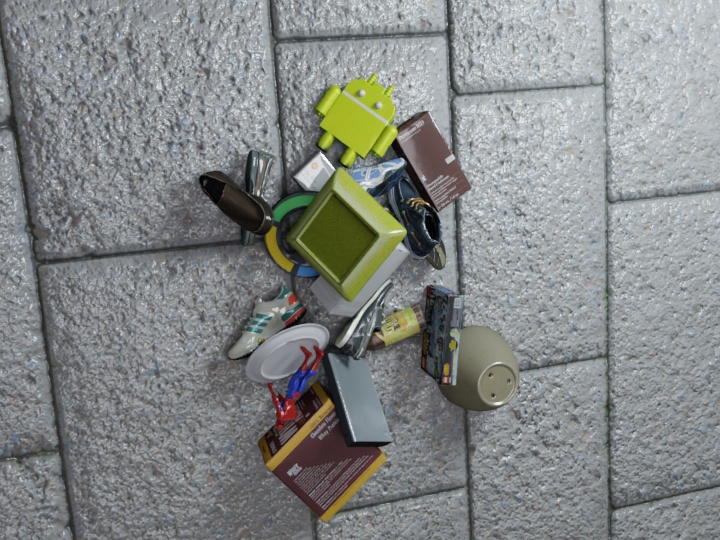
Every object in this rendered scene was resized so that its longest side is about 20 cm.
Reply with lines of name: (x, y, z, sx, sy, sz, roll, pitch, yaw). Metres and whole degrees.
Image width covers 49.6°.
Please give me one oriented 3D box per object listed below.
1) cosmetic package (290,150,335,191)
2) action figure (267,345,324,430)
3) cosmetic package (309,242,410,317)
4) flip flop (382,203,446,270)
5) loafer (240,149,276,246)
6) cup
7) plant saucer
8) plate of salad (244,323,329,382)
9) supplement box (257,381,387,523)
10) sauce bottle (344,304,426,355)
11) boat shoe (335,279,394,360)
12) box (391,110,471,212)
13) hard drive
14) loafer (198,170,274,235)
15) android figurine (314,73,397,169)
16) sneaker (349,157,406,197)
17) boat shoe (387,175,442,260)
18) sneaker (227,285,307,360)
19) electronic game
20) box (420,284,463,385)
cosmetic package: (-0.056, -0.157, 1.693, 0.083, 0.051, 0.200, -44, 107, -5)
action figure: (-0.157, 0.245, 1.685, 0.065, 0.099, 0.203, 8, 109, -48)
cosmetic package: (0.000, 0.000, 1.665, 0.200, 0.107, 0.085, -48, 63, 14)
flip flop: (0.113, -0.072, 1.747, 0.199, 0.057, 0.082, 34, 50, -15)
loafer: (-0.213, -0.150, 1.643, 0.062, 0.072, 0.204, 4, 96, -21)
cup: (0.290, 0.242, 1.802, 0.197, 0.143, 0.204, -2, 99, -15)
plant saucer: (-0.041, -0.069, 1.577, 0.200, 0.048, 0.200, 44, 110, 11)
plate of salad: (-0.160, 0.172, 1.676, 0.198, 0.048, 0.201, -24, 149, -15)
supplement box: (-0.087, 0.400, 1.731, 0.197, 0.133, 0.200, -45, 107, -4)
sauce bottle: (0.052, 0.142, 1.762, 0.197, 0.065, 0.066, -23, 104, -9)
boat shoe: (0.022, 0.106, 1.723, 0.067, 0.072, 0.201, 37, 64, -6)
box: (0.153, -0.241, 1.724, 0.100, 0.075, 0.201, -35, 104, -7)
hard drive: (-0.008, 0.282, 1.694, 0.033, 0.202, 0.139, -33, 152, 28)
loafer: (-0.260, -0.135, 1.579, 0.199, 0.071, 0.074, 34, 105, 23)
android figurine: (-0.005, -0.324, 1.662, 0.181, 0.041, 0.201, 37, 91, 6)
sneaker: (0.020, -0.197, 1.653, 0.199, 0.076, 0.077, -33, 70, -33)
boat shoe: (0.124, -0.131, 1.686, 0.070, 0.091, 0.203, -5, 70, -32)
sneaker: (-0.217, 0.112, 1.694, 0.199, 0.070, 0.094, -36, 83, -2)
electronic game: (-0.111, -0.075, 1.666, 0.196, 0.042, 0.203, 0, 116, 0)
box: (0.182, 0.143, 1.760, 0.039, 0.137, 0.204, 2, 98, -15)
